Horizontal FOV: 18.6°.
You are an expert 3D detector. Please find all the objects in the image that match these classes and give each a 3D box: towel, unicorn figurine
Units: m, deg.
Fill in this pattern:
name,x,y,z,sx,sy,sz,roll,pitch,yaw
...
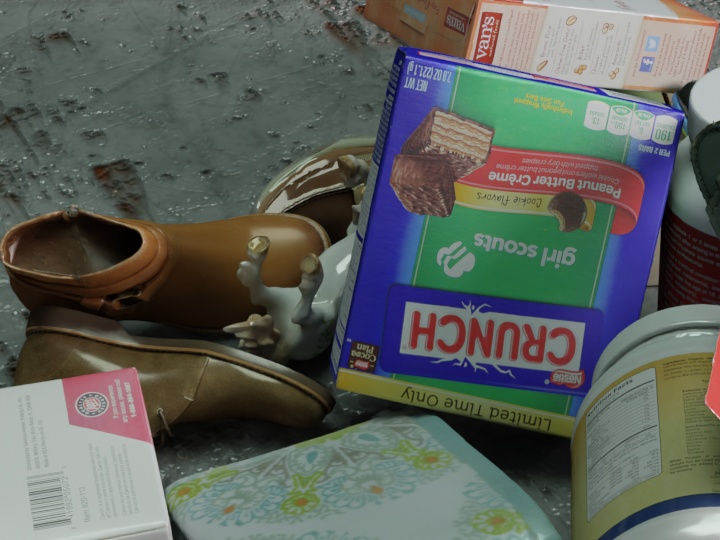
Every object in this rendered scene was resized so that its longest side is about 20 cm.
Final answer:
name,x,y,z,sx,sy,sz,roll,pitch,yaw
towel,-0.003,0.144,1.196,0.170,0.048,0.200,-18,23,-17
unicorn figurine,0.000,0.000,1.380,0.199,0.138,0.074,-29,51,-10

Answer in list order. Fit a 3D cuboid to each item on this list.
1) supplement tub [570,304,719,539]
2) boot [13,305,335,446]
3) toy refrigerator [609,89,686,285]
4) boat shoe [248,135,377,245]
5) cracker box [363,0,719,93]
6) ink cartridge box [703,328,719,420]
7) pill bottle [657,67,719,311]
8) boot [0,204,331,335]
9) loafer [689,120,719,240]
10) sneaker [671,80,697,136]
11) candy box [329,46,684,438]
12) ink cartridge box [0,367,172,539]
name,x,y,z,sx,sy,sz,roll,pitch,yaw
supplement tub,0.183,0.126,1.159,0.144,0.145,0.200,1,36,5
boot,-0.115,0.080,1.330,0.199,0.074,0.076,10,66,11
toy refrigerator,0.187,-0.076,1.499,0.075,0.070,0.200,-4,37,-1
boat shoe,0.018,-0.048,1.472,0.199,0.076,0.072,-22,42,-22
cracker box,0.120,-0.169,1.471,0.199,0.058,0.134,1,22,-32
ink cartridge box,0.260,0.091,1.114,0.050,0.200,0.161,-34,13,26
pill bottle,0.234,-0.017,1.303,0.112,0.201,0.113,-2,36,2
boot,-0.119,-0.006,1.354,0.199,0.155,0.074,-14,76,1
loafer,0.231,-0.014,1.142,0.063,0.072,0.200,3,39,-42
sneaker,0.301,-0.084,1.452,0.199,0.083,0.071,23,26,3
candy box,0.082,-0.015,1.282,0.168,0.201,0.077,11,9,-3
ink cartridge box,-0.209,0.140,1.220,0.199,0.083,0.147,-9,37,-8
